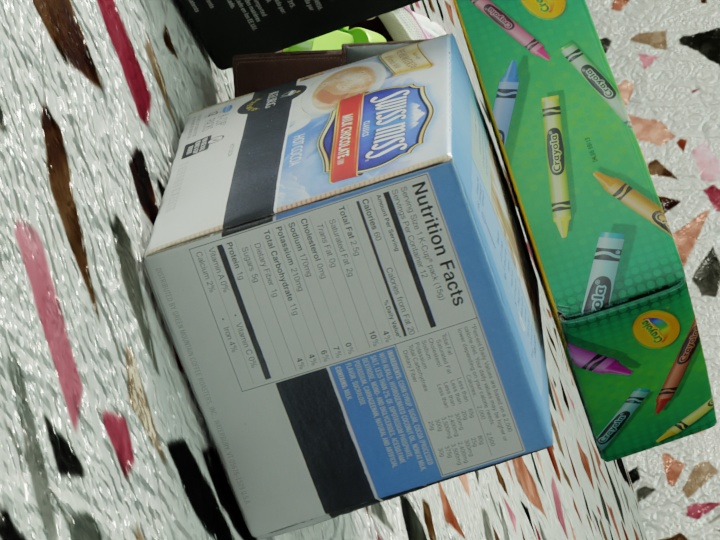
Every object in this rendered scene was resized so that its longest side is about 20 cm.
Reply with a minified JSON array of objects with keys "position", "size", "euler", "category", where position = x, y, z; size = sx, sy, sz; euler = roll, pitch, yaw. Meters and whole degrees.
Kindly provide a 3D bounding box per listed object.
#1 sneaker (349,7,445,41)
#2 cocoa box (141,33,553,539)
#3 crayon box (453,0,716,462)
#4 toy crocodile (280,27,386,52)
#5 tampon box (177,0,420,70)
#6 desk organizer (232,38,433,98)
[{"position":[0.008,-0.126,1.601],"size":[0.200,0.081,0.088],"euler":[52,21,-44],"category":"sneaker"},{"position":[0.000,0.000,1.098],"size":[0.200,0.131,0.134],"euler":[-84,155,-70],"category":"cocoa box"},{"position":[0.100,-0.031,1.169],"size":[0.119,0.058,0.200],"euler":[68,6,-53],"category":"crayon box"},{"position":[-0.020,-0.080,1.418],"size":[0.067,0.062,0.200],"euler":[13,51,-33],"category":"toy crocodile"},{"position":[-0.009,-0.218,1.269],"size":[0.126,0.200,0.150],"euler":[60,15,-56],"category":"tampon box"},{"position":[-0.007,-0.010,1.262],"size":[0.072,0.077,0.200],"euler":[-10,98,-49],"category":"desk organizer"}]
